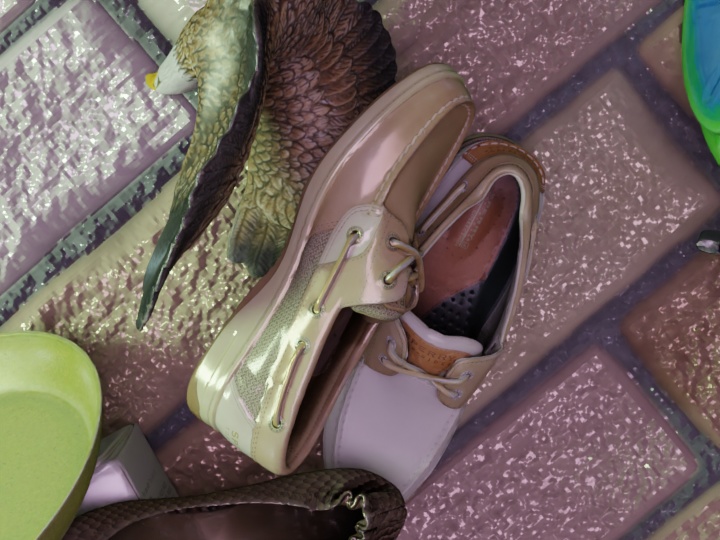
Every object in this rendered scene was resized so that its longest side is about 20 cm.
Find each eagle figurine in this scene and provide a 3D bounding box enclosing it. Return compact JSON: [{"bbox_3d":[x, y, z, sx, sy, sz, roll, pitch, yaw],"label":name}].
[{"bbox_3d":[-0.052,-0.086,0.790,0.151,0.151,0.201,-13,88,-12],"label":"eagle figurine"}]

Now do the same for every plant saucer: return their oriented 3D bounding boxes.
[{"bbox_3d":[-0.200,0.110,0.797,0.200,0.200,0.031,-28,123,5],"label":"plant saucer"}]

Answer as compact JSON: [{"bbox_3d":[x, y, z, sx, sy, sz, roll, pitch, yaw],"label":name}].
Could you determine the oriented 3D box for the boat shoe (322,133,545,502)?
[{"bbox_3d":[0.032,0.030,0.830,0.075,0.068,0.200,19,100,-4],"label":"boat shoe"}]

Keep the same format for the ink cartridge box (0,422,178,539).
[{"bbox_3d":[-0.130,0.198,0.851,0.145,0.083,0.200,-28,97,4],"label":"ink cartridge box"}]

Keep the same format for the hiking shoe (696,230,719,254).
[{"bbox_3d":[0.244,0.044,0.835,0.101,0.076,0.200,-10,122,42],"label":"hiking shoe"}]

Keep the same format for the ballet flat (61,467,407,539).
[{"bbox_3d":[-0.070,0.133,0.785,0.199,0.046,0.068,-11,90,-19],"label":"ballet flat"}]

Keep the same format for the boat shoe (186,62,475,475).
[{"bbox_3d":[0.000,0.000,0.782,0.065,0.072,0.200,35,92,25],"label":"boat shoe"}]

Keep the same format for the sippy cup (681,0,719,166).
[{"bbox_3d":[0.232,-0.121,0.780,0.130,0.178,0.140,6,63,-11],"label":"sippy cup"}]
